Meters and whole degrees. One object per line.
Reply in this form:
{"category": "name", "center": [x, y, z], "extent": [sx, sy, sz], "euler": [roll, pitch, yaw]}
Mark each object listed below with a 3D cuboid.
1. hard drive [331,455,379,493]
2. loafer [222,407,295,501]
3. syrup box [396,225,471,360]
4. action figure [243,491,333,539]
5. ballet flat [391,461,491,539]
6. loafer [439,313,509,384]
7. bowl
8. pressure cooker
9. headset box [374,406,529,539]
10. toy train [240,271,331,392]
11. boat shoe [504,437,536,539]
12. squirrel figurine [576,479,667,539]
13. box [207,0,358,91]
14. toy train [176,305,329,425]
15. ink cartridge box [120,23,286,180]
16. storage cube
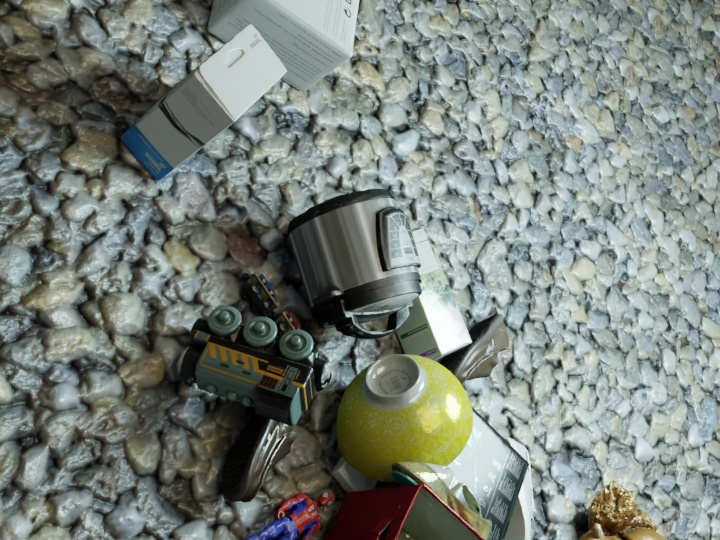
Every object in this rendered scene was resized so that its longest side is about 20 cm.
{"category": "hard drive", "center": [0.053, 0.323, 1.682], "extent": [0.201, 0.027, 0.132], "euler": [52, 45, -12]}
{"category": "loafer", "center": [-0.117, 0.225, 1.522], "extent": [0.071, 0.073, 0.202], "euler": [41, 49, -21]}
{"category": "syrup box", "center": [0.090, 0.041, 1.805], "extent": [0.078, 0.081, 0.203], "euler": [-17, 84, -43]}
{"category": "action figure", "center": [-0.100, 0.346, 1.516], "extent": [0.199, 0.051, 0.066], "euler": [-32, 90, -48]}
{"category": "ballet flat", "center": [0.113, 0.303, 1.549], "extent": [0.201, 0.070, 0.071], "euler": [50, 45, -27]}
{"category": "loafer", "center": [0.192, 0.142, 1.859], "extent": [0.072, 0.073, 0.200], "euler": [56, 45, -6]}
{"category": "bowl", "center": [0.053, 0.183, 1.606], "extent": [0.109, 0.197, 0.201], "euler": [75, 31, -42]}
{"category": "pressure cooker", "center": [-0.002, 0.001, 1.676], "extent": [0.173, 0.179, 0.203], "euler": [-15, 81, -10]}
{"category": "headset box", "center": [0.132, 0.297, 1.681], "extent": [0.200, 0.092, 0.175], "euler": [44, 48, -19]}
{"category": "toy train", "center": [-0.104, 0.083, 1.640], "extent": [0.201, 0.034, 0.046], "euler": [55, 41, -9]}
{"category": "boat shoe", "center": [0.246, 0.367, 1.819], "extent": [0.068, 0.072, 0.203], "euler": [19, 52, -38]}
{"category": "squirrel figurine", "center": [0.421, 0.459, 1.911], "extent": [0.184, 0.142, 0.202], "euler": [20, 44, -23]}
{"category": "box", "center": [-0.112, -0.428, 1.795], "extent": [0.198, 0.130, 0.202], "euler": [28, 54, -31]}
{"category": "toy train", "center": [-0.141, 0.123, 1.497], "extent": [0.197, 0.086, 0.115], "euler": [17, 53, 13]}
{"category": "ink cartridge box", "center": [-0.213, -0.226, 1.560], "extent": [0.084, 0.199, 0.145], "euler": [49, 46, -13]}
{"category": "storage cube", "center": [0.051, 0.407, 1.516], "extent": [0.200, 0.179, 0.172], "euler": [44, 57, -19]}
